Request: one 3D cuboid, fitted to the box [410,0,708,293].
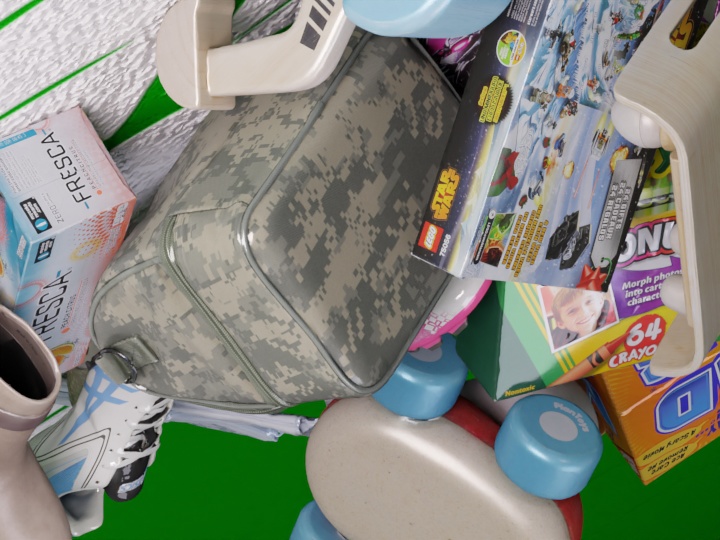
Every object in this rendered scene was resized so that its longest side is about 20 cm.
[{"bbox_3d":[0.110,-0.091,1.413,0.136,0.040,0.201,7,105,-50],"label":"box"}]

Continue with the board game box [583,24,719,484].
[{"bbox_3d":[0.199,-0.027,1.787,0.199,0.200,0.200,-33,145,-4],"label":"board game box"}]

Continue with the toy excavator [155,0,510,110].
[{"bbox_3d":[0.002,-0.146,1.333,0.100,0.194,0.201,-3,118,-59],"label":"toy excavator"}]

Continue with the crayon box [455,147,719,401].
[{"bbox_3d":[0.158,-0.030,1.562,0.199,0.058,0.173,-14,129,-22],"label":"crayon box"}]

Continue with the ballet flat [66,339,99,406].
[{"bbox_3d":[-0.136,0.015,1.633,0.062,0.068,0.200,24,131,-29],"label":"ballet flat"}]

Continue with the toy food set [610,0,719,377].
[{"bbox_3d":[0.181,-0.061,1.449,0.144,0.060,0.201,-54,147,-36],"label":"toy food set"}]

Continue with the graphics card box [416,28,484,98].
[{"bbox_3d":[0.080,-0.149,1.480,0.125,0.051,0.201,-14,143,-20],"label":"graphics card box"}]

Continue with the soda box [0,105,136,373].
[{"bbox_3d":[-0.179,-0.004,1.476,0.068,0.064,0.200,-25,160,-26],"label":"soda box"}]

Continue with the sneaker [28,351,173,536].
[{"bbox_3d":[-0.138,0.088,1.601,0.072,0.073,0.200,-29,166,-43],"label":"sneaker"}]

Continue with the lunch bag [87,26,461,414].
[{"bbox_3d":[-0.043,-0.025,1.446,0.167,0.140,0.200,-9,-142,43],"label":"lunch bag"}]

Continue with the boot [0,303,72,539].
[{"bbox_3d":[-0.201,0.079,1.462,0.146,0.200,0.070,-25,-154,52],"label":"boot"}]

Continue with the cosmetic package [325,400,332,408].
[{"bbox_3d":[0.006,0.015,1.704,0.082,0.051,0.201,2,139,14],"label":"cosmetic package"}]

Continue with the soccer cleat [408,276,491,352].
[{"bbox_3d":[0.000,0.000,1.550,0.070,0.086,0.200,-59,-158,-17],"label":"soccer cleat"}]

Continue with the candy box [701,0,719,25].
[{"bbox_3d":[0.238,-0.209,1.581,0.200,0.061,0.137,-5,111,-59],"label":"candy box"}]

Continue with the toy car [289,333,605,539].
[{"bbox_3d":[0.076,0.106,1.691,0.200,0.176,0.185,-47,164,-53],"label":"toy car"}]

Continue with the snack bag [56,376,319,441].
[{"bbox_3d":[-0.090,0.096,1.774,0.199,0.022,0.188,8,176,22],"label":"snack bag"}]
